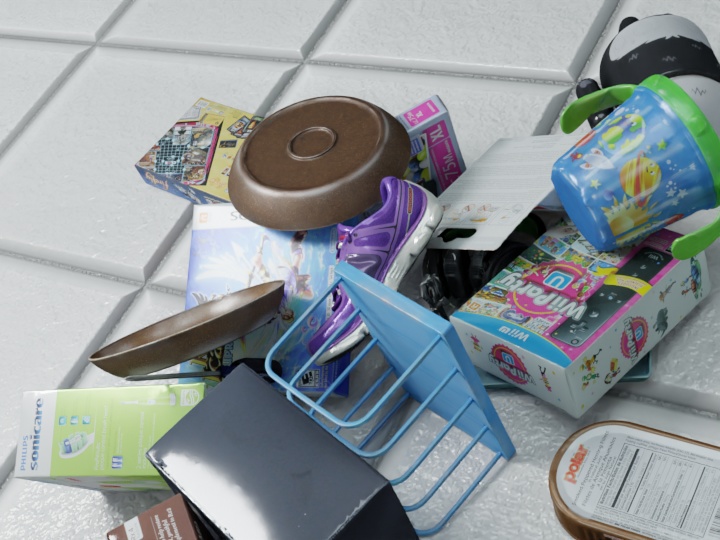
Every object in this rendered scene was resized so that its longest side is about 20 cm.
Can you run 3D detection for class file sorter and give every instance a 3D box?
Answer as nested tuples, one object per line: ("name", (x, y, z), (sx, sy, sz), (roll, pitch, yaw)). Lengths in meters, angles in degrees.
("file sorter", (0.025, 0.119, 1.039), (0.123, 0.201, 0.138), (-46, 47, -15))

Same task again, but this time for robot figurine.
("robot figurine", (0.320, -0.184, 1.240), (0.150, 0.125, 0.201), (-34, 39, 26))

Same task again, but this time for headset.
("headset", (0.112, -0.010, 1.187), (0.122, 0.095, 0.200), (2, 38, 32))

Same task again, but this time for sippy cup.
("sippy cup", (0.252, -0.089, 1.090), (0.130, 0.140, 0.178), (-32, 17, -1))

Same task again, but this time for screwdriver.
("screwdriver", (-0.141, 0.093, 1.095), (0.029, 0.199, 0.028), (-50, 61, 19))

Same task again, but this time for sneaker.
("sneaker", (0.000, 0.000, 1.142), (0.083, 0.081, 0.201), (31, 77, -3))

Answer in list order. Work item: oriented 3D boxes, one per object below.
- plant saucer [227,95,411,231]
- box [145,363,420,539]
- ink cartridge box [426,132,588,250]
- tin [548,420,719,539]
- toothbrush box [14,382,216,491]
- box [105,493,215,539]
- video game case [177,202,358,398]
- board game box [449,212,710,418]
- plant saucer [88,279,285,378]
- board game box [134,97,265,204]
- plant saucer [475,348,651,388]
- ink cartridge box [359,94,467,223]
("plant saucer", (-0.047, -0.121, 1.223), (0.198, 0.035, 0.201), (-10, 43, 10))
("box", (-0.048, 0.215, 0.979), (0.117, 0.201, 0.196), (-42, 47, -17))
("ink cartridge box", (0.151, -0.067, 1.209), (0.200, 0.050, 0.162), (-46, 28, -27))
("tin", (0.251, 0.188, 0.985), (0.199, 0.042, 0.112), (12, 51, 33))
("toothbrush box", (-0.202, 0.162, 1.125), (0.198, 0.146, 0.087), (-3, 74, 20))
("box", (-0.123, 0.282, 0.949), (0.074, 0.201, 0.100), (-29, 44, -3))
("video game case", (-0.096, 0.028, 1.223), (0.180, 0.045, 0.202), (-2, 77, 25))
("board game box", (0.206, 0.030, 1.107), (0.200, 0.065, 0.147), (-40, 39, -24))
("plant saucer", (-0.159, 0.058, 1.124), (0.199, 0.032, 0.200), (-22, 6, 3))
("board game box", (-0.173, -0.142, 1.488), (0.199, 0.035, 0.136), (22, 61, 38))
("plant saucer", (0.179, 0.083, 1.129), (0.198, 0.019, 0.070), (-5, 48, 21))
("ink cartridge box", (0.018, -0.095, 1.295), (0.199, 0.120, 0.042), (-27, 47, -2))
